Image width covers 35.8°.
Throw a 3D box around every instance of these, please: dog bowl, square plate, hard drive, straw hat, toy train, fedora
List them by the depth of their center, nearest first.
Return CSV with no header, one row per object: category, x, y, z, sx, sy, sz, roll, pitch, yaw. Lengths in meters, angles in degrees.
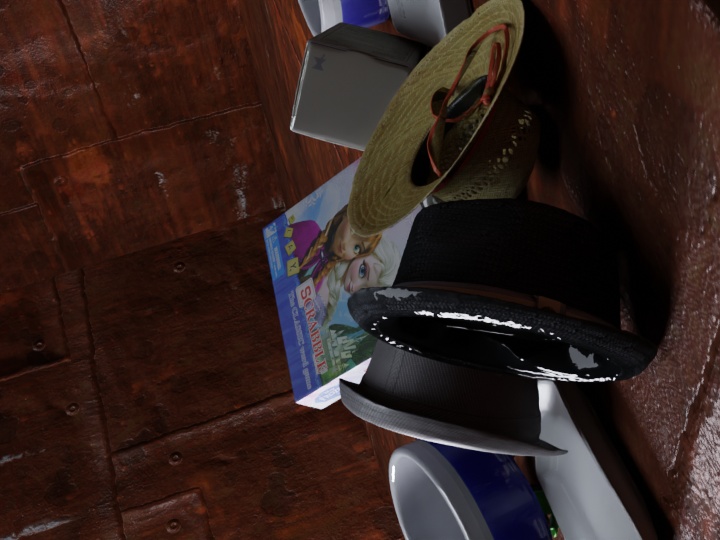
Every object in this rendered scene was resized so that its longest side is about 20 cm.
fedora,0.095,0.009,0.725,0.201,0.199,0.092,98,-177,-75
straw hat,0.082,-0.089,0.800,0.085,0.202,0.201,30,-170,-21
fedora,0.079,0.082,0.878,0.176,0.199,0.091,16,93,50
square plate,0.191,0.190,0.910,0.201,0.028,0.199,80,170,-47
hard drive,0.048,-0.262,0.962,0.200,0.026,0.133,-125,19,-69
dog bowl,0.109,0.255,1.104,0.200,0.078,0.201,55,157,36
dog bowl,-0.034,-0.354,1.197,0.200,0.078,0.201,162,90,-83
toy train,0.173,0.259,1.200,0.200,0.041,0.057,105,157,-78

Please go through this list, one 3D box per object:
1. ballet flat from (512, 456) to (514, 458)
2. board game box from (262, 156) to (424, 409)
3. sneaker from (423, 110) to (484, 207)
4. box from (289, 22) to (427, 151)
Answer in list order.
ballet flat,0.131,0.155,1.190,0.201,0.063,0.067,66,156,14
board game box,0.000,0.000,1.067,0.041,0.199,0.201,19,-133,-45
sneaker,0.090,-0.050,0.927,0.080,0.078,0.201,-91,-4,-65
box,0.003,-0.166,0.987,0.200,0.094,0.078,-65,-10,-72
